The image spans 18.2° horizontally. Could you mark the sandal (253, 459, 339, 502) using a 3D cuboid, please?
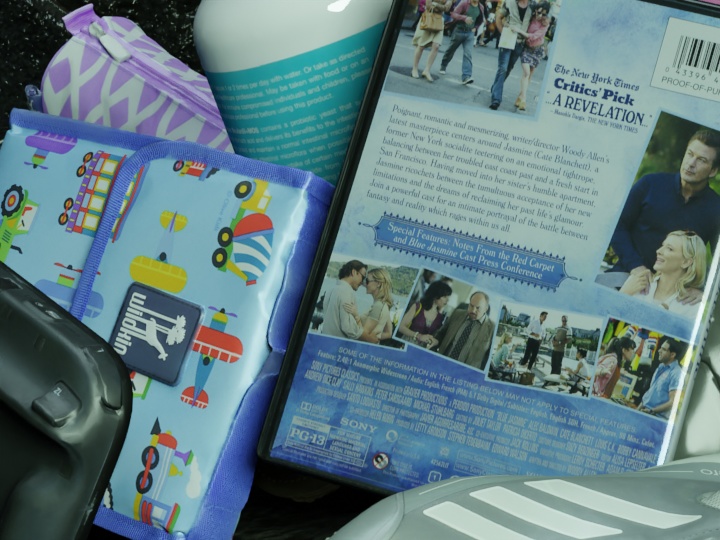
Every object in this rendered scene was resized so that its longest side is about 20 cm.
[{"bbox_3d":[-0.023,0.058,0.926,0.069,0.078,0.211,8,-10,-30],"label":"sandal"}]

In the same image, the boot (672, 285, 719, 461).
[{"bbox_3d":[0.153,-0.005,0.819,0.137,0.202,0.077,-2,-13,16],"label":"boot"}]

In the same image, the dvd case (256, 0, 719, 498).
[{"bbox_3d":[0.057,-0.010,0.795,0.142,0.201,0.018,14,-10,15],"label":"dvd case"}]

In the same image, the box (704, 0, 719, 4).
[{"bbox_3d":[0.166,-0.142,1.044,0.175,0.097,0.200,-12,29,16],"label":"box"}]

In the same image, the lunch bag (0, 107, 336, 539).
[{"bbox_3d":[-0.080,0.029,0.893,0.094,0.151,0.199,24,-8,-39],"label":"lunch bag"}]

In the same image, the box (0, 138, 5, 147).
[{"bbox_3d":[-0.146,-0.023,1.286,0.159,0.050,0.200,32,38,22],"label":"box"}]

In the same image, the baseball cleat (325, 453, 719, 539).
[{"bbox_3d":[0.072,0.091,0.647,0.199,0.070,0.106,-14,11,-25],"label":"baseball cleat"}]

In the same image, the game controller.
[{"bbox_3d":[-0.161,0.046,0.887,0.042,0.105,0.200,2,22,-42],"label":"game controller"}]

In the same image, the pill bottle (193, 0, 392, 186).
[{"bbox_3d":[-0.002,-0.069,0.943,0.110,0.201,0.111,-19,16,6],"label":"pill bottle"}]

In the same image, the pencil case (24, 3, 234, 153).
[{"bbox_3d":[-0.091,-0.076,1.252,0.199,0.086,0.084,31,46,30],"label":"pencil case"}]
